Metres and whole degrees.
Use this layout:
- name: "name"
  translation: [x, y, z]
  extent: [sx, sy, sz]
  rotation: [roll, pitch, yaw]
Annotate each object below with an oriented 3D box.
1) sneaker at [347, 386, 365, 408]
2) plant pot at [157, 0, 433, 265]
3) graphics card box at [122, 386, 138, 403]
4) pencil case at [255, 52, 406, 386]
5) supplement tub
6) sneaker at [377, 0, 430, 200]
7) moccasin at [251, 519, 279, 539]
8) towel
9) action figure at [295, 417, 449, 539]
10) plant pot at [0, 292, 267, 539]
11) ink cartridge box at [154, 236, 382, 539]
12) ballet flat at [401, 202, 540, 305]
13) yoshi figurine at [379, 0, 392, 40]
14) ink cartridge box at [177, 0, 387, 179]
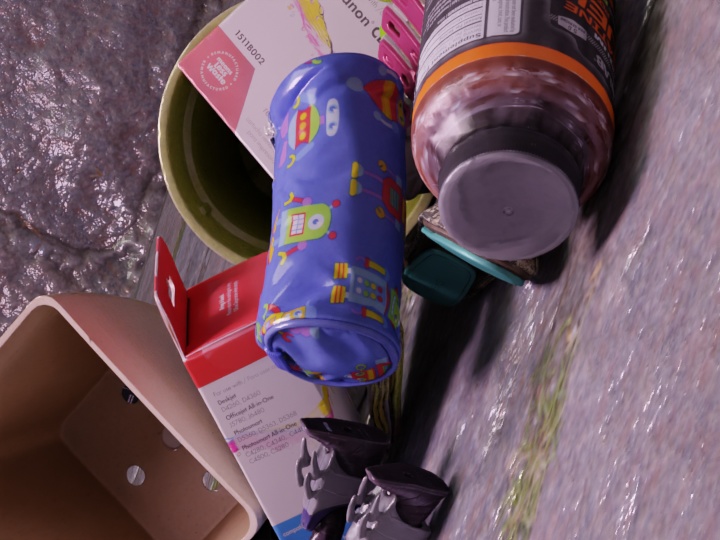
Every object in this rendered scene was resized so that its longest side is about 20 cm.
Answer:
- name: "sneaker"
  translation: [-0.051, 0.098, 1.643]
  extent: [0.105, 0.075, 0.201]
  rotation: [-108, 33, -65]
- name: "plant pot"
  translation: [-0.036, -0.099, 1.672]
  extent: [0.184, 0.199, 0.201]
  rotation: [-53, -17, -85]
- name: "graphics card box"
  translation: [-0.149, 0.104, 1.807]
  extent: [0.126, 0.199, 0.051]
  rotation: [-113, 43, -73]
- name: "pencil case"
  translation: [-0.018, -0.030, 1.326]
  extent: [0.078, 0.086, 0.201]
  rotation: [56, -151, -52]
- name: "supplement tub"
  translation: [0.081, -0.096, 1.208]
  extent: [0.201, 0.106, 0.107]
  rotation: [-83, 16, -47]
- name: "sneaker"
  translation: [0.061, -0.125, 1.396]
  extent: [0.074, 0.087, 0.201]
  rotation: [58, 145, 41]
- name: "moccasin"
  translation: [-0.076, 0.224, 1.571]
  extent: [0.201, 0.078, 0.074]
  rotation: [-47, 7, 38]
- name: "towel"
  translation: [0.000, 0.000, 1.439]
  extent: [0.144, 0.023, 0.201]
  rotation: [89, 171, -58]
- name: "action figure"
  translation: [-0.024, 0.187, 1.318]
  extent: [0.130, 0.069, 0.201]
  rotation: [42, 119, 46]
- name: "plant pot"
  translation: [-0.161, 0.132, 1.529]
  extent: [0.200, 0.200, 0.177]
  rotation: [-47, -6, 22]
- name: "ink cartridge box"
  translation: [-0.053, 0.068, 1.396]
  extent: [0.067, 0.201, 0.116]
  rotation: [-25, 20, 5]
- name: "ballet flat"
  translation: [0.066, -0.027, 1.298]
  extent: [0.076, 0.068, 0.200]
  rotation: [-63, 5, -9]
- name: "yoshi figurine"
  translation: [0.061, -0.231, 1.437]
  extent: [0.200, 0.112, 0.112]
  rotation: [-54, 29, 15]
- name: "ink cartridge box"
  translation: [-0.007, -0.158, 1.530]
  extent: [0.200, 0.117, 0.067]
  rotation: [-42, -9, 6]
